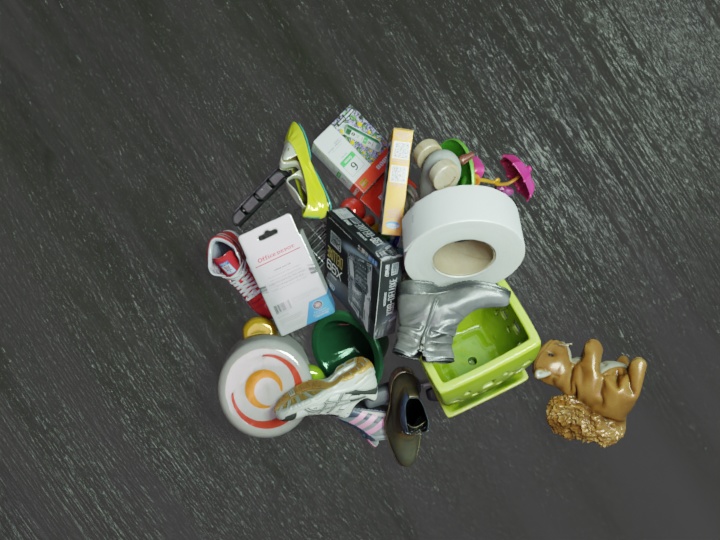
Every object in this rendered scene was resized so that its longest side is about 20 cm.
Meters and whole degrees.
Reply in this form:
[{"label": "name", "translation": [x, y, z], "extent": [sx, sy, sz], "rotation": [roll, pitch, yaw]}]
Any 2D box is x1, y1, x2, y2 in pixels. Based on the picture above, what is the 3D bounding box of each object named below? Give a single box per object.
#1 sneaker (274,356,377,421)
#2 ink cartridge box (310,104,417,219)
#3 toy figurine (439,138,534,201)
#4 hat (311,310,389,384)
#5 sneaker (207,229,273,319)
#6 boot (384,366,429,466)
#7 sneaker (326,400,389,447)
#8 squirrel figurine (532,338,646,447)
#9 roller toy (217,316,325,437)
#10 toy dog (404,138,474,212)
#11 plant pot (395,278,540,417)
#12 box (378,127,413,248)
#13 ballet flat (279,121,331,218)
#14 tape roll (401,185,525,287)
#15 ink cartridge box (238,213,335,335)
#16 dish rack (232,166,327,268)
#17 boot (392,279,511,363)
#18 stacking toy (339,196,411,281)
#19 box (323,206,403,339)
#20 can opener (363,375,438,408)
[{"label": "sneaker", "translation": [-0.056, 0.238, 1.173], "extent": [0.196, 0.076, 0.089], "rotation": [-23, 112, -8]}, {"label": "ink cartridge box", "translation": [0.012, -0.200, 1.227], "extent": [0.200, 0.050, 0.109], "rotation": [45, 75, -1]}, {"label": "toy figurine", "translation": [0.231, -0.142, 1.198], "extent": [0.180, 0.152, 0.203], "rotation": [-3, 137, -24]}, {"label": "hat", "translation": [0.028, 0.131, 1.294], "extent": [0.196, 0.175, 0.170], "rotation": [4, 110, 36]}, {"label": "sneaker", "translation": [-0.227, 0.015, 1.251], "extent": [0.071, 0.112, 0.202], "rotation": [-34, 92, 7]}, {"label": "boot", "translation": [0.085, 0.292, 1.202], "extent": [0.073, 0.097, 0.205], "rotation": [-7, 106, -6]}, {"label": "sneaker", "translation": [0.010, 0.306, 1.284], "extent": [0.195, 0.070, 0.084], "rotation": [10, 94, 5]}, {"label": "squirrel figurine", "translation": [0.408, 0.225, 1.217], "extent": [0.182, 0.141, 0.205], "rotation": [13, 94, 9]}, {"label": "roller toy", "translation": [-0.184, 0.212, 1.254], "extent": [0.199, 0.140, 0.183], "rotation": [42, 90, -9]}, {"label": "toy dog", "translation": [0.144, -0.133, 1.098], "extent": [0.094, 0.201, 0.135], "rotation": [-14, 65, -12]}, {"label": "plant pot", "translation": [0.192, 0.133, 1.169], "extent": [0.195, 0.183, 0.202], "rotation": [-24, 55, -4]}, {"label": "box", "translation": [0.059, -0.143, 1.154], "extent": [0.040, 0.119, 0.206], "rotation": [8, 95, -2]}, {"label": "ballet flat", "translation": [-0.116, -0.188, 1.220], "extent": [0.066, 0.067, 0.204], "rotation": [-15, 75, -23]}, {"label": "tape roll", "translation": [0.165, -0.047, 1.059], "extent": [0.197, 0.204, 0.072], "rotation": [-4, 57, 4]}, {"label": "ink cartridge box", "translation": [-0.136, 0.003, 1.217], "extent": [0.113, 0.067, 0.204], "rotation": [-22, 101, 4]}, {"label": "dish rack", "translation": [-0.144, -0.081, 1.268], "extent": [0.153, 0.055, 0.201], "rotation": [-42, 93, 8]}, {"label": "boot", "translation": [0.151, 0.089, 1.068], "extent": [0.194, 0.070, 0.135], "rotation": [-1, 70, 9]}, {"label": "stacking toy", "translation": [0.030, -0.056, 1.250], "extent": [0.085, 0.085, 0.202], "rotation": [-37, 85, 7]}, {"label": "box", "translation": [0.000, 0.000, 1.175], "extent": [0.049, 0.200, 0.161], "rotation": [-13, 126, -27]}, {"label": "can opener", "translation": [0.101, 0.235, 1.263], "extent": [0.195, 0.053, 0.068], "rotation": [-12, 90, -5]}]
